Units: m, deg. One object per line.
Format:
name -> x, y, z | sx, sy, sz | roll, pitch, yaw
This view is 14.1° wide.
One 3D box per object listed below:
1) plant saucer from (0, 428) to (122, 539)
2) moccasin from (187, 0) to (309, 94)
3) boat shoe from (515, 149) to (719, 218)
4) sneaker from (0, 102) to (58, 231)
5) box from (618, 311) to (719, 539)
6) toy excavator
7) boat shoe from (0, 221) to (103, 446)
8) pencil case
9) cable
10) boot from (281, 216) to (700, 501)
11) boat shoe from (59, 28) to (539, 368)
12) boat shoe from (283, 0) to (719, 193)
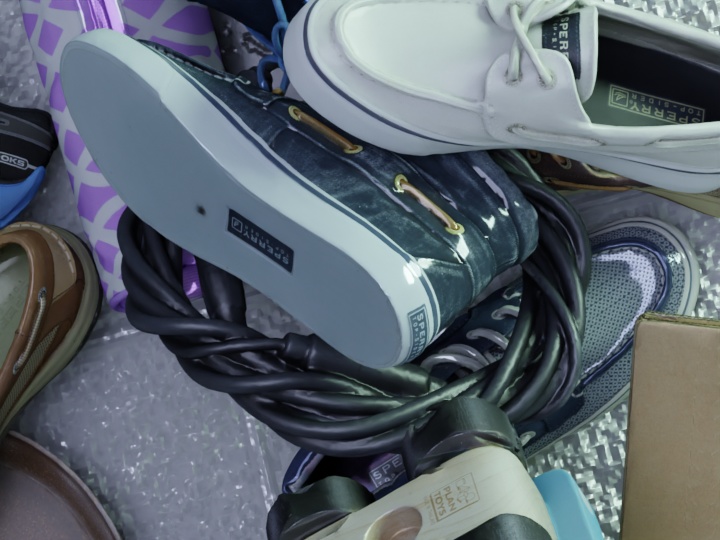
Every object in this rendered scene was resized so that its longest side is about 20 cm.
plant saucer -> -0.189, 0.166, 1.320 | 0.199, 0.032, 0.202 | -1, 86, 14
moccasin -> -0.002, -0.099, 1.184 | 0.199, 0.080, 0.069 | 13, 84, 9
boat shoe -> 0.100, -0.066, 1.233 | 0.199, 0.072, 0.073 | 13, 78, 15
sneaker -> -0.219, -0.091, 1.328 | 0.199, 0.071, 0.083 | 36, 70, 17
box -> 0.188, 0.125, 1.216 | 0.162, 0.021, 0.202 | 6, 99, 14
toy excavator -> 0.083, 0.147, 1.157 | 0.194, 0.100, 0.200 | -29, 125, 8
boat shoe -> -0.191, 0.062, 1.271 | 0.075, 0.074, 0.201 | 31, 90, 15
pencil case -> -0.099, -0.081, 1.282 | 0.083, 0.086, 0.201 | -18, 85, -5
cable -> 0.000, 0.000, 1.191 | 0.199, 0.051, 0.163 | 35, 58, 16
boot -> 0.058, 0.049, 1.235 | 0.200, 0.090, 0.073 | -41, 79, 9
boat shoe -> -0.026, -0.042, 1.162 | 0.200, 0.091, 0.071 | 38, 141, 23
boat shoe -> 0.072, -0.077, 1.118 | 0.199, 0.066, 0.072 | 15, 66, -14
